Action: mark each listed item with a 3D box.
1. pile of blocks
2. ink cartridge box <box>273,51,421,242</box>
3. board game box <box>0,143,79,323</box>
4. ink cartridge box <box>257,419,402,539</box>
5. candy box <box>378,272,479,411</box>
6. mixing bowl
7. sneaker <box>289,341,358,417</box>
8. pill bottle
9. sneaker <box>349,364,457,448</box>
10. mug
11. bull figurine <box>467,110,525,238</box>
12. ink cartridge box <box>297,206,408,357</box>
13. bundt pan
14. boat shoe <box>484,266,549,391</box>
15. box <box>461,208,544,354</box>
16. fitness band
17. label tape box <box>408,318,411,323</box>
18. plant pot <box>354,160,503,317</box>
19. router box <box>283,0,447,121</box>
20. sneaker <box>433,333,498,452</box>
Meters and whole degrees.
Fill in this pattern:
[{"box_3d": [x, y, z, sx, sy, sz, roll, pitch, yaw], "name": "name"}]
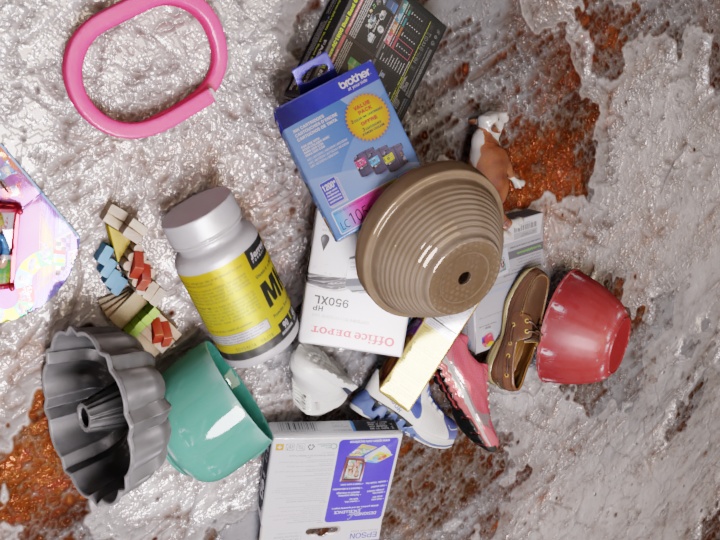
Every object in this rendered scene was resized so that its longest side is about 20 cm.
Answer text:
[{"box_3d": [-0.274, 0.021, 0.899, 0.081, 0.062, 0.204, -24, 114, -24], "name": "pile of blocks"}, {"box_3d": [-0.017, -0.154, 0.901, 0.134, 0.076, 0.203, -27, 91, -4], "name": "ink cartridge box"}, {"box_3d": [-0.407, -0.033, 0.814, 0.158, 0.039, 0.202, -42, 120, -16], "name": "board game box"}, {"box_3d": [-0.050, 0.312, 1.096, 0.193, 0.044, 0.205, 2, 114, -19], "name": "ink cartridge box"}, {"box_3d": [0.097, 0.085, 1.042, 0.056, 0.117, 0.202, 33, 94, -2], "name": "candy box"}, {"box_3d": [0.387, 0.110, 1.265, 0.199, 0.107, 0.205, -28, 126, -45], "name": "mixing bowl"}, {"box_3d": [-0.060, 0.158, 1.018, 0.080, 0.077, 0.200, -41, 156, -3], "name": "sneaker"}, {"box_3d": [-0.162, 0.009, 0.934, 0.113, 0.114, 0.203, -33, 118, -20], "name": "pill bottle"}, {"box_3d": [0.086, 0.194, 1.158, 0.197, 0.080, 0.117, 26, 91, -32], "name": "sneaker"}, {"box_3d": [-0.188, 0.197, 0.941, 0.113, 0.152, 0.187, -34, 107, -6], "name": "mug"}, {"box_3d": [0.198, -0.136, 1.125, 0.121, 0.064, 0.205, 31, 64, -41], "name": "bull figurine"}, {"box_3d": [0.000, 0.000, 0.991, 0.141, 0.084, 0.205, 8, 96, -5], "name": "ink cartridge box"}, {"box_3d": [-0.284, 0.157, 0.859, 0.075, 0.199, 0.207, -13, 110, -46], "name": "bundt pan"}, {"box_3d": [0.264, 0.097, 1.202, 0.071, 0.067, 0.205, 17, 94, -33], "name": "boat shoe"}, {"box_3d": [0.232, 0.016, 1.224, 0.153, 0.041, 0.205, -16, 110, -27], "name": "box"}, {"box_3d": [-0.243, -0.238, 0.864, 0.198, 0.037, 0.146, -35, 118, -21], "name": "fitness band"}, {"box_3d": [0.057, -0.004, 1.096, 0.141, 0.066, 0.205, 13, 95, -33], "name": "label tape box"}, {"box_3d": [0.098, -0.017, 0.878, 0.197, 0.093, 0.205, -15, 128, -20], "name": "plant pot"}, {"box_3d": [0.008, -0.277, 0.992, 0.148, 0.062, 0.203, 28, 88, -34], "name": "router box"}, {"box_3d": [0.180, 0.190, 1.185, 0.086, 0.074, 0.203, -31, 96, -14], "name": "sneaker"}]
